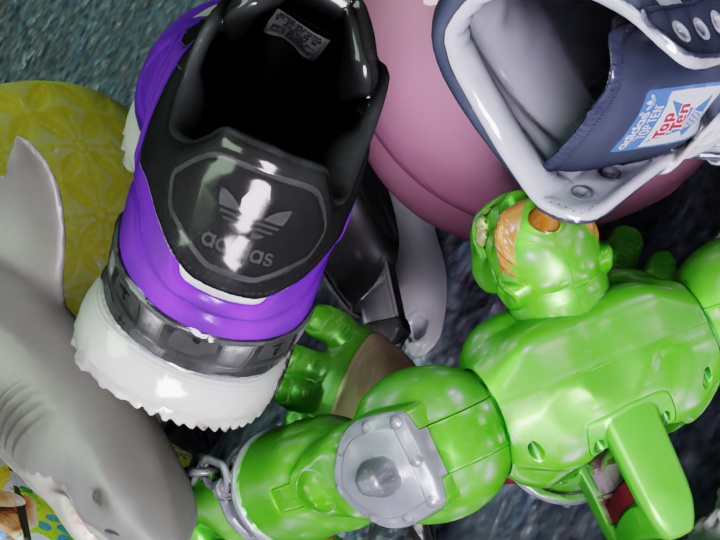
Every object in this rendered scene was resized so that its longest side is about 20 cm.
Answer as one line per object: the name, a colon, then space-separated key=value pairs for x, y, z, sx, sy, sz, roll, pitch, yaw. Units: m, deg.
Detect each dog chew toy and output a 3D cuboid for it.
dog chew toy: x=0.051 y=-0.064 z=0.767 sx=0.200 sy=0.124 sz=0.125 roll=121 pitch=173 yaw=-77

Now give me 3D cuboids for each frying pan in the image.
frying pan: x=-0.006 y=-0.009 z=0.798 sx=0.031 sy=0.115 sz=0.190 roll=-23 pitch=58 yaw=9

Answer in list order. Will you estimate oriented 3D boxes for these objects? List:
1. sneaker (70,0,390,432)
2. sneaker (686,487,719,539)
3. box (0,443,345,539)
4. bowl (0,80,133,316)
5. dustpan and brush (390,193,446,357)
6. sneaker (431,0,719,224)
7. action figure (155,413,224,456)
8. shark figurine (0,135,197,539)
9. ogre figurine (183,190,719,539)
sneaker: x=-0.024 y=-0.045 z=0.670 sx=0.200 sy=0.070 sz=0.100 roll=-88 pitch=20 yaw=-60
sneaker: x=0.126 y=0.076 z=0.613 sx=0.200 sy=0.081 sz=0.075 roll=-48 pitch=-5 yaw=-16
box: x=-0.130 y=0.142 z=0.726 sx=0.200 sy=0.193 sz=0.122 roll=-64 pitch=-11 yaw=15
bowl: x=-0.135 y=0.036 z=0.930 sx=0.200 sy=0.200 sz=0.108 roll=-49 pitch=60 yaw=14
dustpan and brush: x=0.012 y=-0.052 z=0.906 sx=0.140 sy=0.057 sz=0.200 roll=-29 pitch=34 yaw=27
sneaker: x=0.109 y=-0.047 z=0.611 sx=0.109 sy=0.200 sz=0.070 roll=-71 pitch=4 yaw=-51
action figure: x=-0.069 y=0.058 z=0.851 sx=0.069 sy=0.130 sz=0.200 roll=8 pitch=62 yaw=23
shark figurine: x=-0.130 y=-0.004 z=0.670 sx=0.090 sy=0.214 sz=0.128 roll=-63 pitch=4 yaw=13
ogre figurine: x=0.054 y=0.029 z=0.651 sx=0.120 sy=0.200 sz=0.098 roll=163 pitch=104 yaw=-76
